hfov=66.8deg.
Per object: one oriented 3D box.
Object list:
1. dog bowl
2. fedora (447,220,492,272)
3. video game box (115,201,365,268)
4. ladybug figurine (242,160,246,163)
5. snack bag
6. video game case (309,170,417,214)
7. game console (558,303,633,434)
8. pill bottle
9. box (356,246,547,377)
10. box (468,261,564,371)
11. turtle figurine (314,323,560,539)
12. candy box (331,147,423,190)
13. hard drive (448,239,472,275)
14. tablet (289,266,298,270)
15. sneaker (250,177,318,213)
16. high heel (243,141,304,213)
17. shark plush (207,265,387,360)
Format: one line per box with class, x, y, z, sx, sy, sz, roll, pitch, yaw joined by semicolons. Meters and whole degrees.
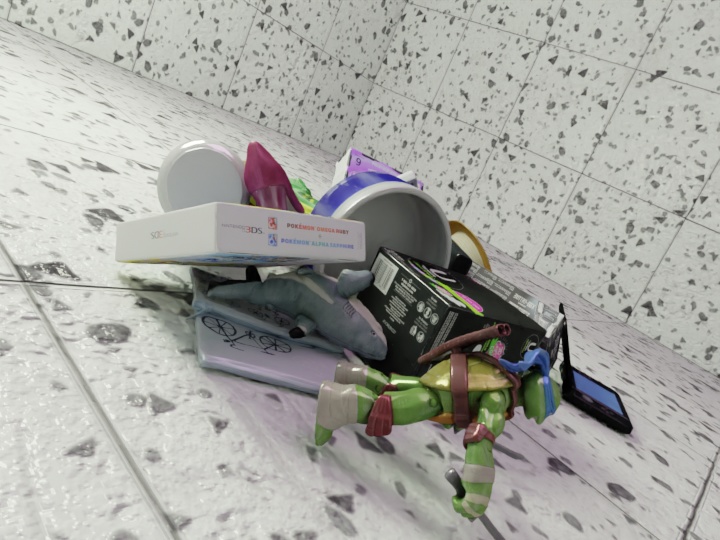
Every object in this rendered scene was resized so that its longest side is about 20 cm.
dog bowl;0.021;-0.024;0.733;0.196;0.205;0.079;17;15;-33
fedora;0.186;0.006;1.090;0.080;0.206;0.200;-20;33;-19
video game box;-0.123;-0.029;0.558;0.196;0.049;0.179;-2;-1;43
ladybug figurine;-0.159;-0.109;0.933;0.197;0.072;0.137;35;41;-4
snack bag;-0.092;0.065;0.579;0.184;0.022;0.200;21;15;-25
video game case;-0.003;-0.069;0.823;0.144;0.195;0.018;67;1;-66
game console;0.405;0.163;0.957;0.173;0.119;0.199;29;14;15
pill bottle;-0.204;-0.108;0.718;0.117;0.123;0.200;21;2;-18
box;0.103;0.076;0.682;0.196;0.127;0.148;16;17;-39
box;0.243;0.080;0.929;0.198;0.050;0.159;35;-19;31
turtle figurine;0.063;0.146;0.457;0.187;0.204;0.146;5;40;10
candy box;0.022;-0.091;0.997;0.164;0.206;0.071;20;-24;-23
hard drive;0.118;0.013;0.913;0.032;0.142;0.201;23;13;-10
tablet;0.000;0.000;0.862;0.196;0.014;0.128;15;-22;-41
sneaker;-0.088;-0.103;0.868;0.196;0.074;0.085;29;47;-18
high heel;-0.117;-0.109;0.711;0.065;0.099;0.200;-13;8;3
shark plush;-0.057;0.036;0.576;0.197;0.091;0.085;26;41;-30
